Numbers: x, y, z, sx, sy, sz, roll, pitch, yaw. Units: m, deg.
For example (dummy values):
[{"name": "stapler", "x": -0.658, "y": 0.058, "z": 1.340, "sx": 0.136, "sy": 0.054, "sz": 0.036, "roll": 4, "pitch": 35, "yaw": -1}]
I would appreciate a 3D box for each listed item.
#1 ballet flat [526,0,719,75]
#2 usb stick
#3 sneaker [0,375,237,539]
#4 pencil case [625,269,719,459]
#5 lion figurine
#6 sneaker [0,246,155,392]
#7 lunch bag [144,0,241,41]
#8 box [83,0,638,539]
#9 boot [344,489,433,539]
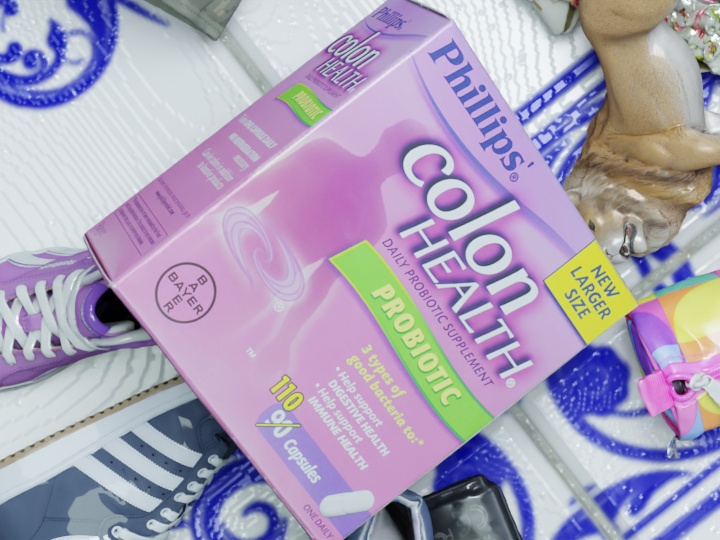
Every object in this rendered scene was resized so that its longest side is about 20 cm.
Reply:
[{"name": "ballet flat", "x": 0.135, "y": -0.146, "z": 0.999, "sx": 0.199, "sy": 0.076, "sz": 0.064, "roll": 23, "pitch": 124, "yaw": 9}, {"name": "usb stick", "x": 0.085, "y": 0.210, "z": 1.013, "sx": 0.055, "sy": 0.033, "sz": 0.201, "roll": -23, "pitch": 88, "yaw": 11}, {"name": "sneaker", "x": -0.104, "y": 0.120, "z": 1.008, "sx": 0.199, "sy": 0.070, "sz": 0.109, "roll": -25, "pitch": 83, "yaw": 10}, {"name": "pencil case", "x": 0.235, "y": 0.026, "z": 0.979, "sx": 0.199, "sy": 0.088, "sz": 0.089, "roll": -21, "pitch": 88, "yaw": 3}, {"name": "lion figurine", "x": 0.148, "y": -0.099, "z": 0.958, "sx": 0.122, "sy": 0.072, "sz": 0.201, "roll": 0, "pitch": 115, "yaw": 27}, {"name": "sneaker", "x": -0.159, "y": 0.019, "z": 0.993, "sx": 0.199, "sy": 0.114, "sz": 0.073, "roll": -15, "pitch": 90, "yaw": 5}, {"name": "lunch bag", "x": -0.103, "y": -0.232, "z": 0.940, "sx": 0.117, "sy": 0.200, "sz": 0.165, "roll": 32, "pitch": 91, "yaw": 23}, {"name": "box", "x": 0.000, "y": 0.000, "z": 0.915, "sx": 0.200, "sy": 0.097, "sz": 0.176, "roll": -38, "pitch": 112, "yaw": -4}, {"name": "boot", "x": -0.005, "y": 0.211, "z": 0.968, "sx": 0.072, "sy": 0.090, "sz": 0.202, "roll": 7, "pitch": 77, "yaw": -10}]
